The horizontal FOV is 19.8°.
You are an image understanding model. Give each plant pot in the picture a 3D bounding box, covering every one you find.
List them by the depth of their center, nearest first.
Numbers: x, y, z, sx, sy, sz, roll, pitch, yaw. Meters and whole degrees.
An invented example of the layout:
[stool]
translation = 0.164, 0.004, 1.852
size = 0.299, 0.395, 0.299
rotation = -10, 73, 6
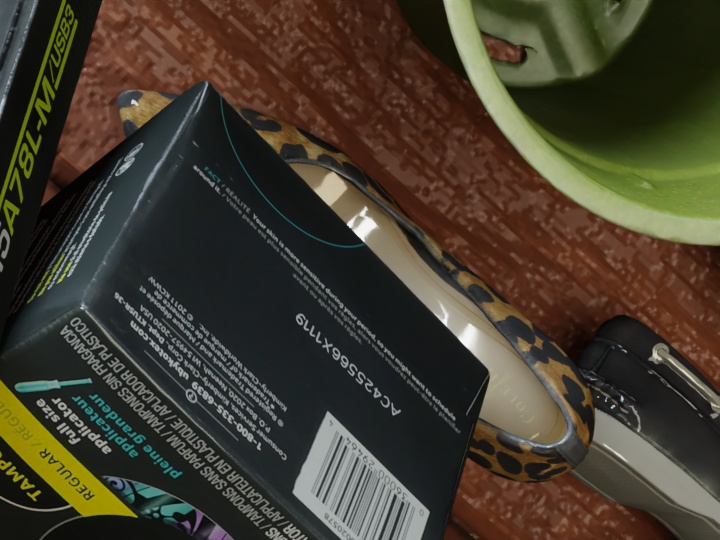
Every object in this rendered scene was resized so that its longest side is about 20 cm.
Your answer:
[plant pot]
translation = 0.093, -0.121, 0.736
size = 0.199, 0.190, 0.201
rotation = -3, 99, -16

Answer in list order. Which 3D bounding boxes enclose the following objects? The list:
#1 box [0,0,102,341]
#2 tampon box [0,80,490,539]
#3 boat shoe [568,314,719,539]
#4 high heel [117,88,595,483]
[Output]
[box]
translation = -0.194, -0.030, 0.637
size = 0.199, 0.194, 0.048
rotation = -1, 140, 16
[tampon box]
translation = -0.085, 0.068, 0.694
size = 0.200, 0.126, 0.150
rotation = -34, 110, 33
[boat shoe]
translation = 0.156, 0.093, 0.850
size = 0.200, 0.074, 0.060
rotation = 38, 72, -21
[high heel]
translation = 0.000, 0.000, 0.750
size = 0.200, 0.143, 0.071
rotation = 40, 86, -18
